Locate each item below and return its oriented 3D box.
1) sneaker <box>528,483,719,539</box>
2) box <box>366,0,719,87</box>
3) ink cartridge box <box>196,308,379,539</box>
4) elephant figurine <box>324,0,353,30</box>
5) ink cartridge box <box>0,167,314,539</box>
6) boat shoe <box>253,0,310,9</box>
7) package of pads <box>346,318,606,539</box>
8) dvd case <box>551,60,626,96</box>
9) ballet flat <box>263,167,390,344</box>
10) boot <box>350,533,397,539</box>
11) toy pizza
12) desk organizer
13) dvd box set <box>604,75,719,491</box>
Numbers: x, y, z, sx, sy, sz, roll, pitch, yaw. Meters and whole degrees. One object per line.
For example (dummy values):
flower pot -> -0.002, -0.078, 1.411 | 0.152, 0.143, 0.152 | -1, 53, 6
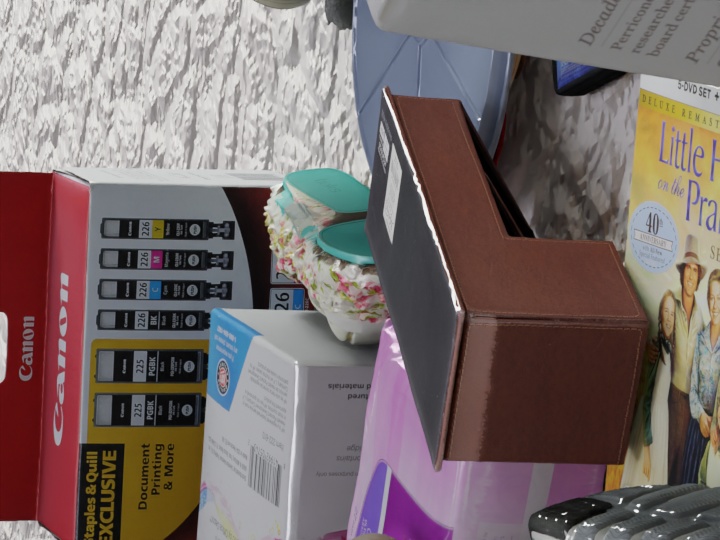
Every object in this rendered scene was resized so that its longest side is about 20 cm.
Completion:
sneaker -> 0.134, 0.141, 1.036 | 0.200, 0.075, 0.116 | 6, 104, 51
box -> 0.090, -0.204, 1.037 | 0.200, 0.171, 0.199 | -60, 34, 39
ink cartridge box -> -0.023, 0.130, 1.483 | 0.144, 0.084, 0.201 | -153, 66, -68
elephant figurine -> -0.089, -0.226, 1.503 | 0.142, 0.199, 0.156 | 114, 149, -46
ink cartridge box -> -0.119, 0.048, 1.614 | 0.084, 0.175, 0.201 | -160, 72, -68
boat shoe -> -0.014, -0.223, 1.421 | 0.065, 0.072, 0.201 | 137, 155, -81
package of pads -> 0.044, 0.129, 1.316 | 0.121, 0.075, 0.201 | -129, 43, -59
dvd case -> 0.108, -0.184, 1.236 | 0.143, 0.017, 0.201 | 154, 114, -68
ballet flat -> 0.000, 0.000, 1.455 | 0.200, 0.075, 0.064 | -127, 35, -72
boot -> 0.038, 0.201, 1.225 | 0.200, 0.075, 0.074 | 47, 122, 12
toy pizza -> 0.042, -0.117, 1.392 | 0.200, 0.032, 0.201 | -179, 90, -71
desk organizer -> 0.056, 0.000, 1.234 | 0.200, 0.077, 0.072 | -106, 21, -60
dvd box set -> 0.139, 0.030, 1.131 | 0.146, 0.029, 0.201 | -148, 61, -66
